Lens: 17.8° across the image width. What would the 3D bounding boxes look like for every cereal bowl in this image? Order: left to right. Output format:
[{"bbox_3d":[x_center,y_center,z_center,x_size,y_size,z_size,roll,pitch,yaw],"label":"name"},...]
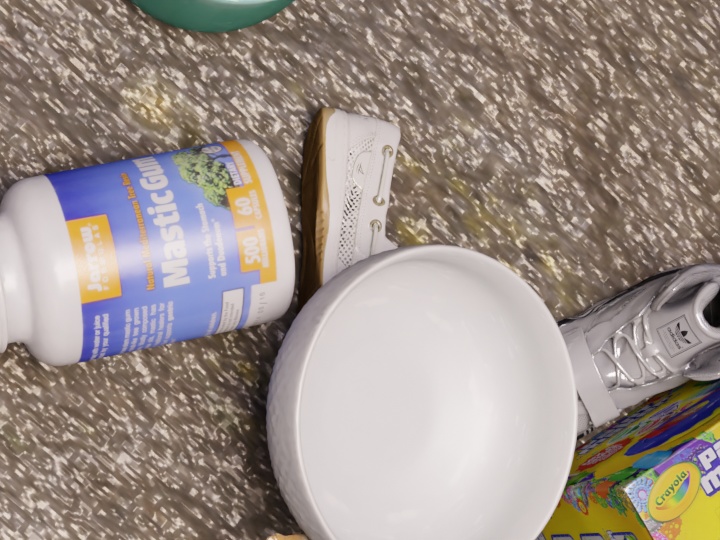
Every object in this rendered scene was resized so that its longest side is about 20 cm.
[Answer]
[{"bbox_3d":[0.027,0.084,1.347,0.199,0.083,0.202,-2,93,-31],"label":"cereal bowl"}]

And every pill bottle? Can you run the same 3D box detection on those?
[{"bbox_3d":[-0.147,-0.007,1.349,0.198,0.112,0.113,-12,86,-19],"label":"pill bottle"}]

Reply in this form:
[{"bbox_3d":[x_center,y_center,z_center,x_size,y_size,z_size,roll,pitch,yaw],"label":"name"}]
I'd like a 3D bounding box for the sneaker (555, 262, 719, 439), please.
[{"bbox_3d":[0.164,0.051,1.434,0.199,0.115,0.076,-28,91,-18],"label":"sneaker"}]

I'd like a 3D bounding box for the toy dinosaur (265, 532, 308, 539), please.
[{"bbox_3d":[-0.087,0.238,1.333,0.060,0.106,0.202,19,90,8],"label":"toy dinosaur"}]

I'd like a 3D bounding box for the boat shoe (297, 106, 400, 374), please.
[{"bbox_3d":[0.000,0.000,1.414,0.069,0.071,0.202,5,80,-14],"label":"boat shoe"}]

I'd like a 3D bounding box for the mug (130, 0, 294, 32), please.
[{"bbox_3d":[-0.103,-0.230,1.392,0.184,0.114,0.153,32,75,-10],"label":"mug"}]

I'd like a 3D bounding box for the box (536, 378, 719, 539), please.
[{"bbox_3d":[0.227,0.135,1.401,0.199,0.192,0.123,-31,92,-19],"label":"box"}]
